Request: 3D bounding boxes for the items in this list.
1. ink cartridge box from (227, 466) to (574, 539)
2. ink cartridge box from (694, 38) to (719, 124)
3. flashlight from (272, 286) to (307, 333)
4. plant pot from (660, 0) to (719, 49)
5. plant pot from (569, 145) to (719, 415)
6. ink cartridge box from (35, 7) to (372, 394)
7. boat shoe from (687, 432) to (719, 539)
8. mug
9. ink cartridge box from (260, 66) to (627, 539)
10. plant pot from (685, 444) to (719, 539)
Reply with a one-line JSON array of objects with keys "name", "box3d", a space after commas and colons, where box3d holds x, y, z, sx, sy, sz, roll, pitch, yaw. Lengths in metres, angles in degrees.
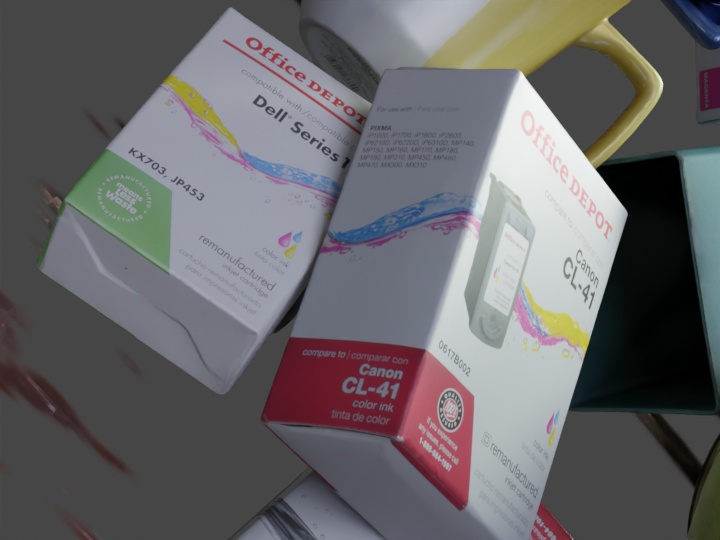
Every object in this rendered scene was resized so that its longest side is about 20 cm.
[{"name": "ink cartridge box", "box3d": [0.002, 0.175, 1.109, 0.200, 0.083, 0.147, -41, 88, -22]}, {"name": "ink cartridge box", "box3d": [0.297, -0.153, 1.318, 0.198, 0.042, 0.121, -2, 90, -29]}, {"name": "flashlight", "box3d": [0.000, 0.000, 1.140, 0.198, 0.068, 0.068, -6, 68, -23]}, {"name": "plant pot", "box3d": [0.229, -0.253, 1.184, 0.199, 0.180, 0.201, -25, 65, -26]}, {"name": "plant pot", "box3d": [0.226, -0.008, 1.222, 0.198, 0.141, 0.143, -11, 94, -30]}, {"name": "ink cartridge box", "box3d": [-0.058, -0.050, 1.066, 0.117, 0.067, 0.200, 34, 52, 1]}, {"name": "boat shoe", "box3d": [0.264, 0.109, 1.275, 0.072, 0.067, 0.201, 40, 72, -20]}, {"name": "mug", "box3d": [0.061, -0.144, 1.129, 0.153, 0.186, 0.150, -44, 152, -13]}, {"name": "ink cartridge box", "box3d": [0.046, 0.021, 1.042, 0.148, 0.085, 0.201, 45, 58, -48]}, {"name": "plant pot", "box3d": [0.244, 0.166, 1.129, 0.186, 0.201, 0.188, 16, 41, -15]}]
